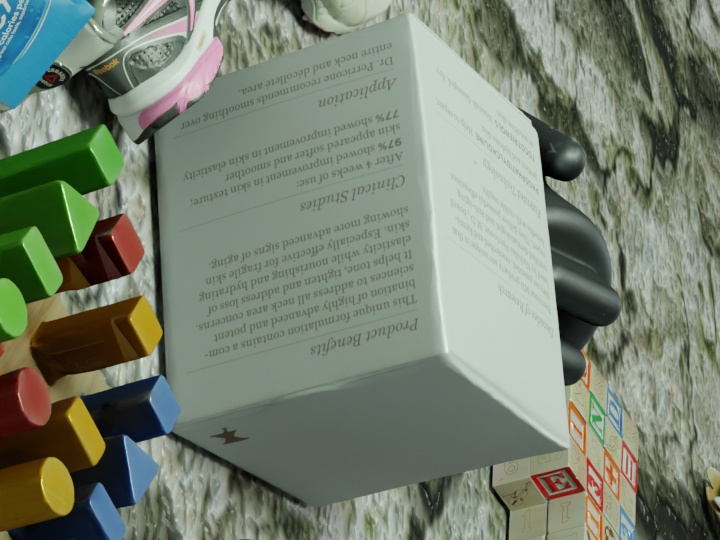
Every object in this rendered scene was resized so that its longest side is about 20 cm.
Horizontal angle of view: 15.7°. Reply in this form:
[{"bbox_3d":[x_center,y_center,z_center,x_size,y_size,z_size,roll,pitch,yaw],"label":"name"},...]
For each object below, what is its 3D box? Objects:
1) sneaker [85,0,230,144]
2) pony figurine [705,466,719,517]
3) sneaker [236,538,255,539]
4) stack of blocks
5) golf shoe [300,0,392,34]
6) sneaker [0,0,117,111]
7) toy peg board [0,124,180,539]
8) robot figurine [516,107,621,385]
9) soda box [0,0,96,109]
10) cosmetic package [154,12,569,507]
[{"bbox_3d":[-0.110,-0.164,1.398,0.086,0.080,0.200,47,28,-28],"label":"sneaker"},{"bbox_3d":[0.354,0.263,2.117,0.200,0.166,0.193,59,-5,-24],"label":"pony figurine"},{"bbox_3d":[-0.036,0.236,1.320,0.078,0.066,0.201,-31,104,-62],"label":"sneaker"},{"bbox_3d":[0.139,0.160,1.771,0.115,0.058,0.200,53,31,-40],"label":"stack of blocks"},{"bbox_3d":[-0.009,-0.199,1.628,0.200,0.091,0.076,10,64,-66],"label":"golf shoe"},{"bbox_3d":[-0.151,-0.180,1.299,0.074,0.088,0.201,31,46,-56],"label":"sneaker"},{"bbox_3d":[-0.144,0.048,1.155,0.200,0.098,0.200,64,26,-23],"label":"toy peg board"},{"bbox_3d":[0.070,-0.007,1.571,0.200,0.150,0.125,42,-25,51],"label":"robot figurine"},{"bbox_3d":[-0.206,-0.145,1.146,0.068,0.064,0.200,43,6,33],"label":"soda box"},{"bbox_3d":[0.000,0.000,1.422,0.166,0.167,0.201,36,45,-56],"label":"cosmetic package"}]
